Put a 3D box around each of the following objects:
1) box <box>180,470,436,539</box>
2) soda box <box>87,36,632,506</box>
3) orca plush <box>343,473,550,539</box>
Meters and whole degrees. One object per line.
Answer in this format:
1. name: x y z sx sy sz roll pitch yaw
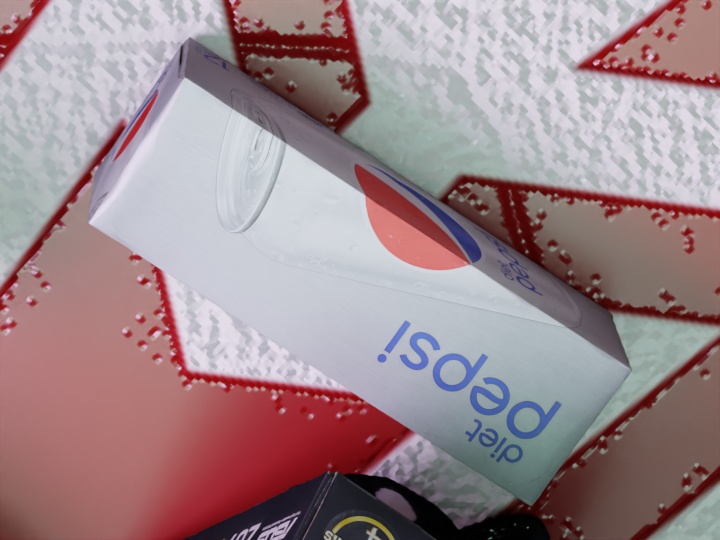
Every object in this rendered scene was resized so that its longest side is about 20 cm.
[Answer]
1. box: 0.006 0.149 1.038 0.161 0.200 0.049 34 65 -13
2. soda box: 0.000 0.000 1.049 0.199 0.063 0.068 33 104 -11
3. orca plush: 0.064 0.128 1.090 0.199 0.105 0.071 34 72 -6
